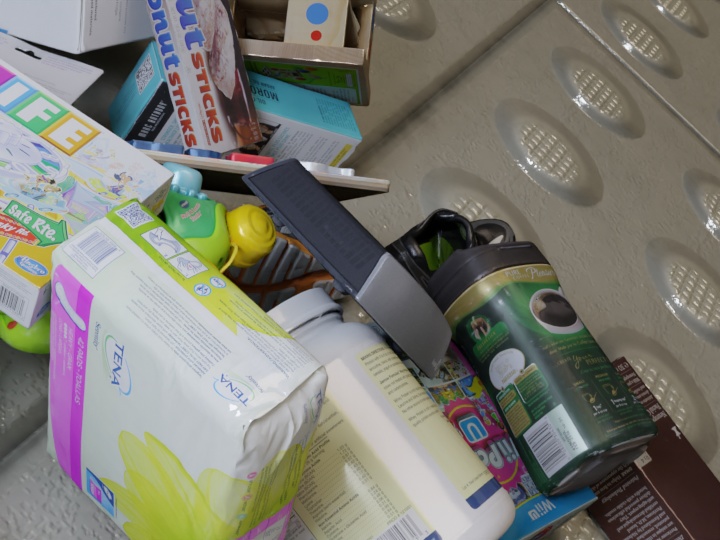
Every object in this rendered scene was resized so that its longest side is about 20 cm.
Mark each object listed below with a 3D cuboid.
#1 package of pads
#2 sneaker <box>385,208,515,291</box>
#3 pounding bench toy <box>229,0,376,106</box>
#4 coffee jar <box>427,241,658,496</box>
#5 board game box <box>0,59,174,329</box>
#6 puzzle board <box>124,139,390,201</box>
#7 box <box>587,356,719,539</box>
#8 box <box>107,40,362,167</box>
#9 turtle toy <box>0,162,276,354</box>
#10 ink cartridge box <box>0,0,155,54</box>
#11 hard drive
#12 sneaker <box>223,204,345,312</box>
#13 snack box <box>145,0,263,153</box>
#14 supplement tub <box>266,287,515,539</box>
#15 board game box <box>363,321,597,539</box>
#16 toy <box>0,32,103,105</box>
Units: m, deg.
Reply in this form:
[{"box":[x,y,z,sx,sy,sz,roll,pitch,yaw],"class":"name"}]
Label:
[{"box":[-0.101,0.083,0.671,0.154,0.200,0.068,39,51,21],"class":"package of pads"},{"box":[0.087,-0.014,1.106,0.199,0.083,0.071,-14,64,-51],"class":"sneaker"},{"box":[-0.046,-0.233,1.087,0.124,0.200,0.157,6,82,4],"class":"pounding bench toy"},{"box":[0.137,0.069,0.958,0.104,0.085,0.200,-5,56,-44],"class":"coffee jar"},{"box":[-0.225,-0.067,0.699,0.200,0.034,0.135,33,40,5],"class":"board game box"},{"box":[-0.096,-0.072,0.908,0.199,0.151,0.017,6,88,-19],"class":"puzzle board"},{"box":[0.245,0.182,1.068,0.100,0.075,0.200,-18,68,-52],"class":"box"},{"box":[-0.103,-0.123,1.034,0.199,0.082,0.049,13,44,-37],"class":"box"},{"box":[-0.155,-0.001,0.788,0.101,0.145,0.200,55,34,-11],"class":"turtle toy"},{"box":[-0.216,-0.240,0.979,0.145,0.084,0.200,17,23,21],"class":"ink cartridge box"},{"box":[0.000,0.000,0.851,0.135,0.042,0.200,46,-1,25],"class":"hard drive"},{"box":[-0.073,-0.016,0.969,0.200,0.078,0.077,0,40,-49],"class":"sneaker"},{"box":[-0.127,-0.187,0.931,0.072,0.024,0.201,-27,107,-53],"class":"snack box"},{"box":[-0.010,0.126,0.810,0.200,0.145,0.145,51,36,11],"class":"supplement tub"},{"box":[0.074,0.129,0.963,0.147,0.064,0.200,-12,63,-49],"class":"board game box"},{"box":[-0.277,-0.088,0.845,0.115,0.047,0.200,22,45,9],"class":"toy"}]
